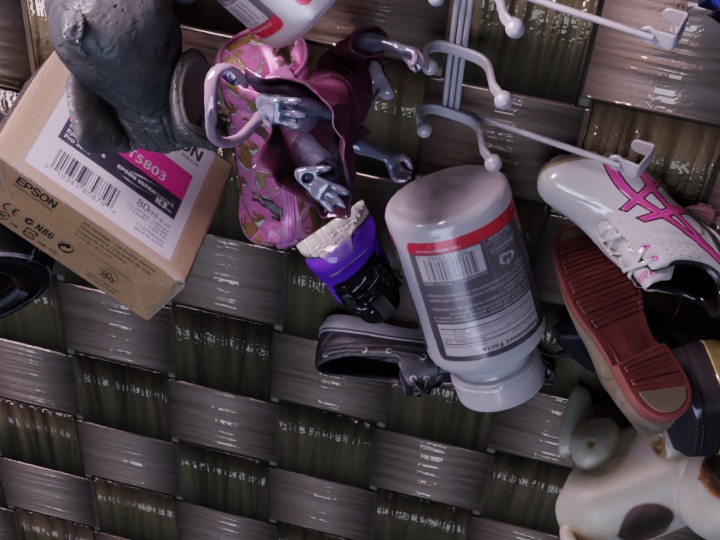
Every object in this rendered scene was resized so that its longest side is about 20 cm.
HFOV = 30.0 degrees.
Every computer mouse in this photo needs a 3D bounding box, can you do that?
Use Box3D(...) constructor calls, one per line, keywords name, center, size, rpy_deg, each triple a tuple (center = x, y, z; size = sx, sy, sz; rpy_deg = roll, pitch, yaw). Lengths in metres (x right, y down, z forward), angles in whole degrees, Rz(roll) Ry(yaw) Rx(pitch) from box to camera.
Box3D(name="computer mouse", center=(0.209, 0.046, 1.263), size=(0.199, 0.046, 0.140), rpy_deg=(-13, 135, 45))

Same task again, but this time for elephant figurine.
Box3D(name="elephant figurine", center=(-0.171, -0.149, 1.102), size=(0.141, 0.155, 0.201), rpy_deg=(24, 139, 50))

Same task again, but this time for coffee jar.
Box3D(name="coffee jar", center=(0.367, 0.101, 1.189), size=(0.198, 0.086, 0.105), rpy_deg=(-10, 139, 0))

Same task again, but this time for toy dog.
Box3D(name="toy dog", center=(0.294, 0.202, 1.294), size=(0.199, 0.194, 0.140), rpy_deg=(-2, 123, 30))

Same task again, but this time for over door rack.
Box3D(name="over door rack", center=(0.143, -0.146, 1.054), size=(0.198, 0.067, 0.148), rpy_deg=(12, 138, 7))

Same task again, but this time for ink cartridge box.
Box3D(name="ink cartridge box", center=(-0.227, -0.080, 1.188), size=(0.199, 0.165, 0.075), rpy_deg=(35, 133, -19))

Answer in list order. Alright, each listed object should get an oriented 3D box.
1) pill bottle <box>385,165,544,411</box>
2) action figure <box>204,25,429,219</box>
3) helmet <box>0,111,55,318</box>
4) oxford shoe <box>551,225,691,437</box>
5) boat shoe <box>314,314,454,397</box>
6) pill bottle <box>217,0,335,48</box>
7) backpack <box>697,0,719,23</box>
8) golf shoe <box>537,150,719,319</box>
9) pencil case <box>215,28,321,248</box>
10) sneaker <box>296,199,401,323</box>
Box3D(name="pill bottle", center=(0.099, 0.020, 1.179), size=(0.110, 0.111, 0.201), rpy_deg=(-6, 119, 24))
Box3D(name="action figure", center=(-0.027, -0.124, 1.050), size=(0.148, 0.200, 0.135), rpy_deg=(13, 124, 7))
Box3D(name="helmet", center=(-0.376, -0.063, 1.242), size=(0.198, 0.192, 0.200), rpy_deg=(-14, 158, -6))
Box3D(name="oxford shoe", center=(0.215, 0.055, 1.177), size=(0.070, 0.201, 0.075), rpy_deg=(-14, 153, -14))
Box3D(name="boat shoe", center=(0.048, 0.095, 1.341), size=(0.198, 0.067, 0.070), rpy_deg=(12, 148, 10))
Box3D(name="pill bottle", center=(-0.101, -0.267, 0.988), size=(0.200, 0.111, 0.110), rpy_deg=(39, 134, -22))
Box3D(name="backpack", center=(0.311, -0.186, 0.894), size=(0.162, 0.169, 0.200), rpy_deg=(-12, 136, 37))
Box3D(name="golf shoe", center=(0.238, -0.032, 1.133), size=(0.199, 0.092, 0.073), rpy_deg=(25, 139, -6))
Box3D(name="pencil case", center=(-0.075, -0.111, 1.160), size=(0.082, 0.087, 0.201), rpy_deg=(16, 141, 16))
Box3D(name="sneaker", center=(0.000, 0.000, 1.182), size=(0.069, 0.200, 0.100), rpy_deg=(-34, 91, 1))
